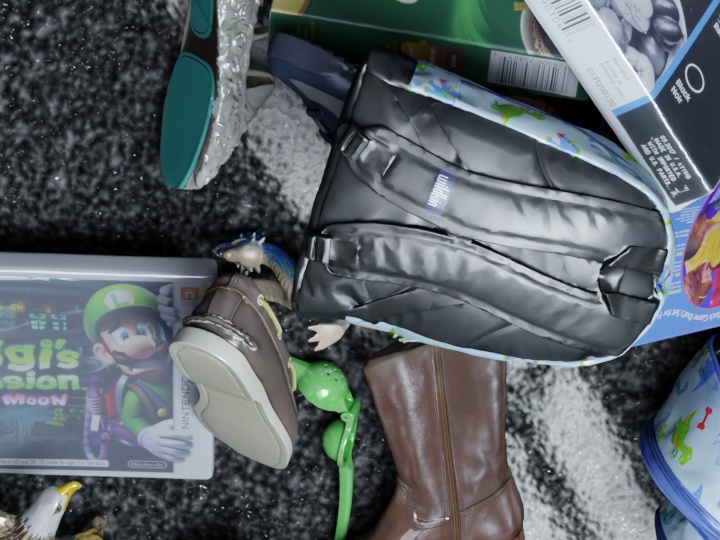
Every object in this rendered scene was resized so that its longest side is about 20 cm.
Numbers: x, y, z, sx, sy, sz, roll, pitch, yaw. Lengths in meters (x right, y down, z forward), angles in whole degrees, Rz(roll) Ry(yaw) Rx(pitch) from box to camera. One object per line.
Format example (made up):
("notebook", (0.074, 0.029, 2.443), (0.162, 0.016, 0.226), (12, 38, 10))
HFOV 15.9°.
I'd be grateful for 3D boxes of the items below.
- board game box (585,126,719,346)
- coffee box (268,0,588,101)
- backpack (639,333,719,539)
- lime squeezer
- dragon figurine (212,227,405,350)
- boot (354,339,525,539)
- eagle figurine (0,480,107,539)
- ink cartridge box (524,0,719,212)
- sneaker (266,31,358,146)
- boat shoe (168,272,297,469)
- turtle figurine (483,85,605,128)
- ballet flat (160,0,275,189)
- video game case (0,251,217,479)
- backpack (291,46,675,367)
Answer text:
("board game box", (0.193, -0.025, 1.616), (0.200, 0.045, 0.135), (-10, 121, -46))
("coffee box", (0.051, -0.176, 1.564), (0.199, 0.123, 0.044), (10, 149, 4))
("backpack", (0.273, 0.152, 1.685), (0.200, 0.183, 0.147), (37, 106, -10))
("lime squeezer", (-0.031, 0.105, 1.735), (0.070, 0.038, 0.200), (-25, 112, 9))
("dragon figurine", (0.000, 0.000, 1.677), (0.199, 0.100, 0.059), (-11, 122, -10))
("boot", (0.017, 0.129, 1.710), (0.186, 0.064, 0.201), (-19, 127, -12))
("eagle figurine", (-0.245, 0.176, 1.686), (0.200, 0.152, 0.151), (24, 91, -40))
("ink cartridge box", (0.179, -0.170, 1.543), (0.043, 0.200, 0.198), (-22, 113, 40))
("sneaker", (0.014, -0.061, 1.532), (0.200, 0.070, 0.082), (36, 88, -12))
("boat shoe", (-0.072, 0.067, 1.653), (0.072, 0.200, 0.060), (19, 68, 18))
("turtle figurine", (0.103, -0.073, 1.627), (0.149, 0.101, 0.201), (7, 91, -9))
("ballet flat", (-0.079, -0.141, 1.621), (0.071, 0.072, 0.201), (8, 112, -5))
("video game case", (-0.194, 0.064, 1.695), (0.199, 0.023, 0.182), (2, 129, -2))
("backpack", (0.081, -0.026, 1.460), (0.199, 0.154, 0.164), (17, 103, 9))
